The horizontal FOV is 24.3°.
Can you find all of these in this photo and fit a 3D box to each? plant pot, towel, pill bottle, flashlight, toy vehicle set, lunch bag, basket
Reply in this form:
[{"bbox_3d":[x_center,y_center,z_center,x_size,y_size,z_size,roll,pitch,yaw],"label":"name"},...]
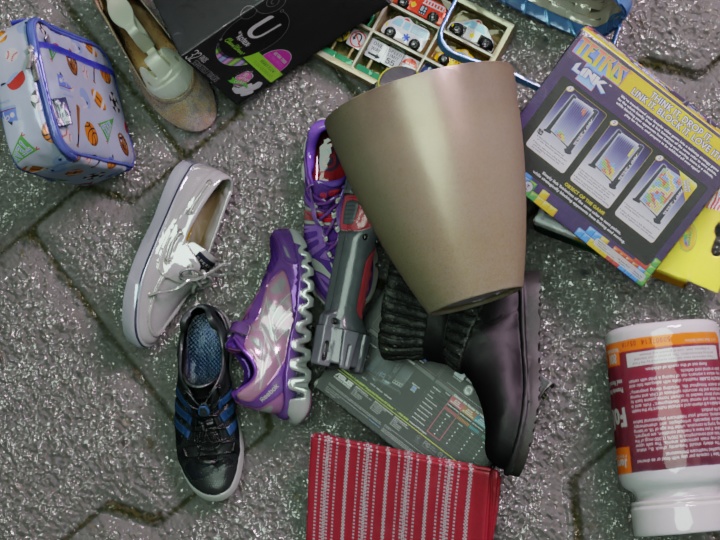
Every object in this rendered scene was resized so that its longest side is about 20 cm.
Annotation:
[{"bbox_3d":[0.080,-0.067,1.559,0.186,0.187,0.202,-16,82,5],"label":"plant pot"},{"bbox_3d":[0.040,0.244,1.663,0.198,0.022,0.146,10,107,21],"label":"towel"},{"bbox_3d":[0.303,0.154,1.633,0.113,0.114,0.202,-6,81,7],"label":"pill bottle"},{"bbox_3d":[0.000,0.000,1.663,0.067,0.068,0.202,10,85,2],"label":"flashlight"},{"bbox_3d":[0.047,-0.246,1.765,0.199,0.027,0.125,28,87,10],"label":"toy vehicle set"},{"bbox_3d":[-0.307,-0.175,1.716,0.075,0.200,0.162,-15,81,14],"label":"lunch bag"},{"bbox_3d":[0.185,-0.279,1.686,0.175,0.139,0.202,21,81,-5],"label":"basket"}]

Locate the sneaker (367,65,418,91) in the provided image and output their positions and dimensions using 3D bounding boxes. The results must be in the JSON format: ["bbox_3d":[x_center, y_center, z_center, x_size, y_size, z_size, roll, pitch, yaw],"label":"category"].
[{"bbox_3d":[0.077,-0.122,1.727,0.074,0.084,0.201,-40,100,-24],"label":"sneaker"}]

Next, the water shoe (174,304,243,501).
[{"bbox_3d":[-0.164,0.136,1.716,0.071,0.079,0.202,-7,82,7],"label":"water shoe"}]

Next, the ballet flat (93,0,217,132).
[{"bbox_3d":[-0.225,-0.232,1.780,0.068,0.067,0.201,-38,80,2],"label":"ballet flat"}]

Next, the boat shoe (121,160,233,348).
[{"bbox_3d":[-0.177,-0.010,1.738,0.085,0.075,0.204,15,78,26],"label":"boat shoe"}]

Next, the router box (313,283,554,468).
[{"bbox_3d":[0.074,0.116,1.694,0.199,0.062,0.150,37,89,11],"label":"router box"}]

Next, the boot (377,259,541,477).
[{"bbox_3d":[0.093,0.091,1.621,0.156,0.080,0.213,3,71,1],"label":"boot"}]

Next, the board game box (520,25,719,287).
[{"bbox_3d":[0.247,-0.111,1.626,0.200,0.057,0.166,39,106,5],"label":"board game box"}]

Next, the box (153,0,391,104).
[{"bbox_3d":[-0.096,-0.291,1.709,0.199,0.148,0.125,-32,67,10],"label":"box"}]

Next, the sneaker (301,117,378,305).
[{"bbox_3d":[-0.033,-0.058,1.722,0.080,0.083,0.202,-11,82,6],"label":"sneaker"}]

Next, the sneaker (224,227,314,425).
[{"bbox_3d":[-0.094,0.055,1.707,0.087,0.080,0.202,3,82,-9],"label":"sneaker"}]

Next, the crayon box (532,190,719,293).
[{"bbox_3d":[0.289,-0.066,1.696,0.198,0.051,0.128,23,86,11],"label":"crayon box"}]
